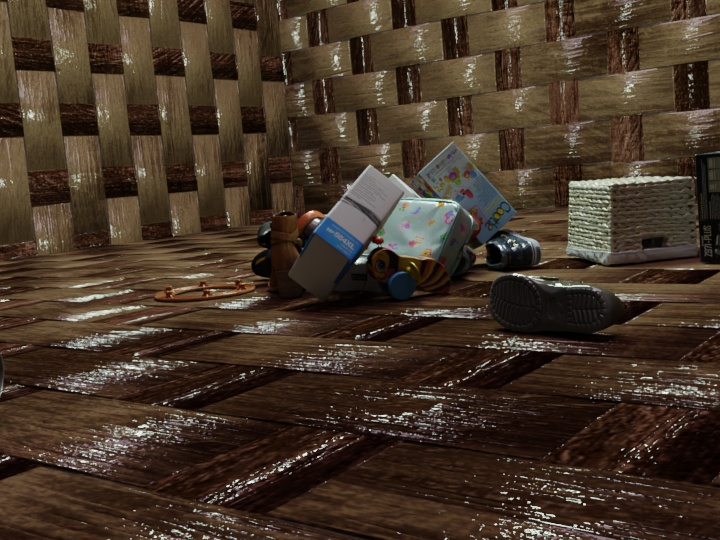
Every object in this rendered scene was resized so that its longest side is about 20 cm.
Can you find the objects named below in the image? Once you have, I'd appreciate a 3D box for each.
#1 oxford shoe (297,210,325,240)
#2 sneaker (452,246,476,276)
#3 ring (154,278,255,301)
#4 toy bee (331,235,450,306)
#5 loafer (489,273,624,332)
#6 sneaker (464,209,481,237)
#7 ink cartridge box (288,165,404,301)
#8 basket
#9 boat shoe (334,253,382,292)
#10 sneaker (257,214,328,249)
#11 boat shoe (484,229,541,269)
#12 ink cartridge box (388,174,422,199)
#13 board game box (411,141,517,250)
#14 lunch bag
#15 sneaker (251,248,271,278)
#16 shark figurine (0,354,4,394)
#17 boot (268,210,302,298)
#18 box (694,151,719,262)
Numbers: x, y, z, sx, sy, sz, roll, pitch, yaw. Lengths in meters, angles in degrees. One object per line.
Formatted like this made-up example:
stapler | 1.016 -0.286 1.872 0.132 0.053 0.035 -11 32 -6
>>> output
oxford shoe | -0.046 -0.059 1.723 0.073 0.071 0.200 48 20 28
sneaker | 0.189 -0.032 1.741 0.095 0.080 0.200 -4 7 -12
ring | -0.313 0.037 1.764 0.200 0.019 0.200 -5 7 1
toy bee | 0.057 -0.005 1.470 0.200 0.109 0.131 -10 13 -38
loafer | 0.247 0.046 1.111 0.070 0.075 0.200 5 4 -39
sneaker | 0.158 -0.086 1.796 0.200 0.077 0.085 6 -11 44
ink cartridge box | -0.023 -0.065 1.519 0.200 0.084 0.146 -52 -2 -37
basket | 0.540 -0.104 1.759 0.198 0.161 0.200 -5 8 -12
boat shoe | 0.000 0.000 1.629 0.200 0.072 0.068 3 12 36
sneaker | -0.120 -0.069 1.825 0.199 0.076 0.091 -8 12 5
boat shoe | 0.286 -0.045 1.807 0.091 0.071 0.200 -5 7 -17
ink cartridge box | 0.133 -0.111 1.920 0.200 0.067 0.116 47 9 28
board game box | 0.217 -0.155 1.854 0.105 0.200 0.103 -42 -1 -7
lunch bag | 0.115 -0.062 1.657 0.200 0.161 0.077 10 -25 44
sneaker | -0.150 -0.016 1.878 0.199 0.070 0.090 -1 4 15
shark figurine | -0.460 0.136 0.888 0.214 0.128 0.090 13 33 1
boot | -0.147 -0.036 1.672 0.076 0.156 0.200 -5 7 -3
box | 0.694 -0.115 1.557 0.086 0.201 0.164 -12 9 -39
